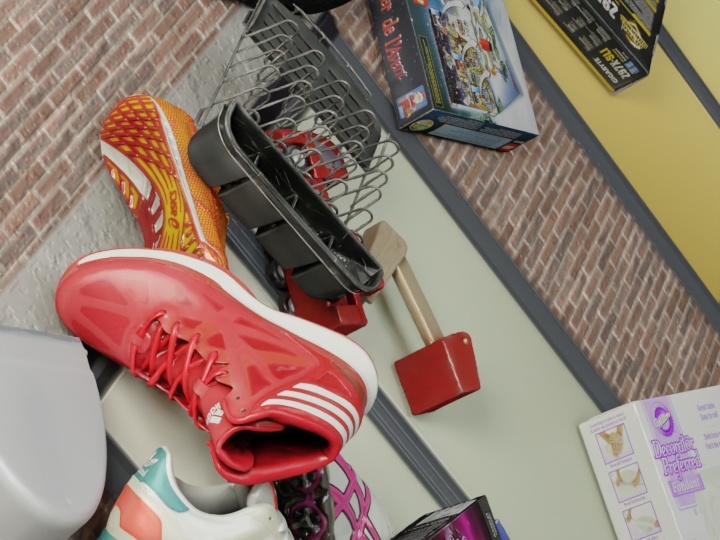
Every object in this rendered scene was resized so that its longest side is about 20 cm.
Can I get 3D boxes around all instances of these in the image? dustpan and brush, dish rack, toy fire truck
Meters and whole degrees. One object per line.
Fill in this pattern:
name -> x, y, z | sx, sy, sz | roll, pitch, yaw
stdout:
dustpan and brush -> -0.182, 0.133, 1.144 | 0.139, 0.057, 0.201 | 14, 51, -59
dish rack -> -0.033, -0.089, 1.363 | 0.154, 0.054, 0.201 | 49, 37, -25
toy fire truck -> 0.000, 0.000, 1.442 | 0.141, 0.049, 0.201 | 0, 68, -51

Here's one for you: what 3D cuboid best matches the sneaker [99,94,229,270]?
sneaker -> -0.104, -0.016, 1.308 | 0.077, 0.073, 0.201 | 16, 59, -57

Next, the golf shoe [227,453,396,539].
golf shoe -> -0.023, 0.157, 1.305 | 0.092, 0.072, 0.201 | -34, 106, -60

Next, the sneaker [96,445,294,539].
sneaker -> -0.054, 0.166, 1.201 | 0.199, 0.070, 0.094 | 26, 92, -22

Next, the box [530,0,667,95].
box -> 0.193, -0.280, 1.852 | 0.200, 0.049, 0.160 | 45, 43, -24

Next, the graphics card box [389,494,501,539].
graphics card box -> 0.056, 0.215, 1.273 | 0.200, 0.051, 0.126 | -7, 77, -76

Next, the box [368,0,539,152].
box -> 0.064, -0.200, 1.652 | 0.136, 0.038, 0.201 | 8, 63, -48

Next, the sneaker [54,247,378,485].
sneaker -> -0.092, 0.053, 1.194 | 0.199, 0.079, 0.116 | 17, 23, 4

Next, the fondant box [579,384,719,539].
fondant box -> 0.261, 0.197, 1.635 | 0.144, 0.058, 0.201 | -4, 71, -52

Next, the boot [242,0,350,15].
boot -> -0.086, -0.279, 1.482 | 0.199, 0.076, 0.169 | 7, 67, -42

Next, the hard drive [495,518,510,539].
hard drive -> 0.106, 0.285, 1.416 | 0.132, 0.025, 0.201 | -34, 96, -53
